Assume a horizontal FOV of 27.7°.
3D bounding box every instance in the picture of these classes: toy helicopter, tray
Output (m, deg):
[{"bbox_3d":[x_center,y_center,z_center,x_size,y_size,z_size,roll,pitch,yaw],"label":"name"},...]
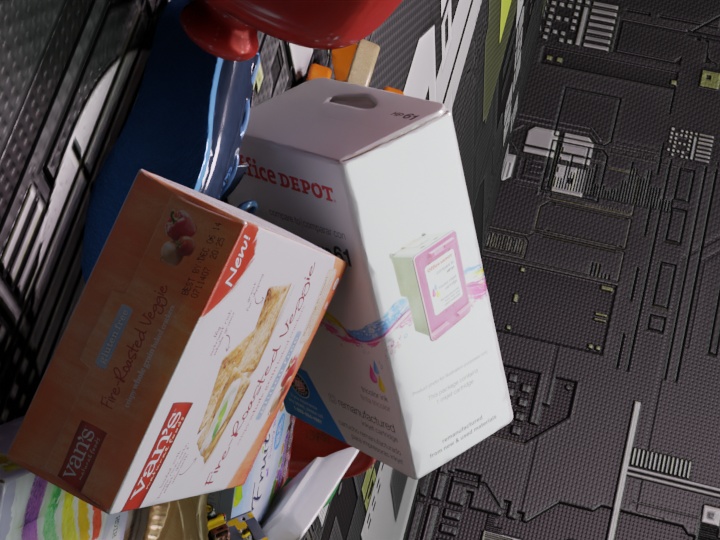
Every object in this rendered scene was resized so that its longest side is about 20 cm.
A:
[{"bbox_3d":[-0.021,-0.104,1.223,0.133,0.078,0.201,-80,-173,-53],"label":"toy helicopter"},{"bbox_3d":[-0.079,0.205,1.099,0.200,0.022,0.108,-46,-175,39],"label":"tray"}]

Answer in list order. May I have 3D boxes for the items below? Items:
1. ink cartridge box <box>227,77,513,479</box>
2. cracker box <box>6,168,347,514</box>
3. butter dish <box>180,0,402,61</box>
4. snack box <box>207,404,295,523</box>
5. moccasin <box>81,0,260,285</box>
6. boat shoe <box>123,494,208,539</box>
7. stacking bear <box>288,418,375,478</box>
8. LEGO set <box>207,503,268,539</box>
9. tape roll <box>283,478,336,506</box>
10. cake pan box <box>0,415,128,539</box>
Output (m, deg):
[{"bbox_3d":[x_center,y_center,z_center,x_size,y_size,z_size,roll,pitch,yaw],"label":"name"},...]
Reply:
[{"bbox_3d":[0.000,0.000,0.859,0.084,0.144,0.202,-26,116,-29],"label":"ink cartridge box"},{"bbox_3d":[-0.076,0.037,0.692,0.135,0.057,0.200,-65,167,1],"label":"cracker box"},{"bbox_3d":[-0.041,-0.172,0.721,0.148,0.199,0.200,-56,179,25],"label":"butter dish"},{"bbox_3d":[-0.089,0.090,1.016,0.169,0.067,0.202,-55,155,-67],"label":"snack box"},{"bbox_3d":[-0.085,-0.060,0.776,0.068,0.080,0.202,50,50,-49],"label":"moccasin"},{"bbox_3d":[-0.131,0.144,0.835,0.074,0.069,0.202,23,76,-59],"label":"boat shoe"},{"bbox_3d":[-0.020,0.074,1.304,0.122,0.113,0.201,91,10,-50],"label":"stacking bear"},{"bbox_3d":[-0.090,0.256,0.921,0.153,0.116,0.201,-15,136,-28],"label":"LEGO set"},{"bbox_3d":[-0.035,0.132,1.446,0.200,0.048,0.203,12,90,-81],"label":"tape roll"},{"bbox_3d":[-0.170,0.173,0.701,0.184,0.052,0.202,-8,110,-78],"label":"cake pan box"}]
